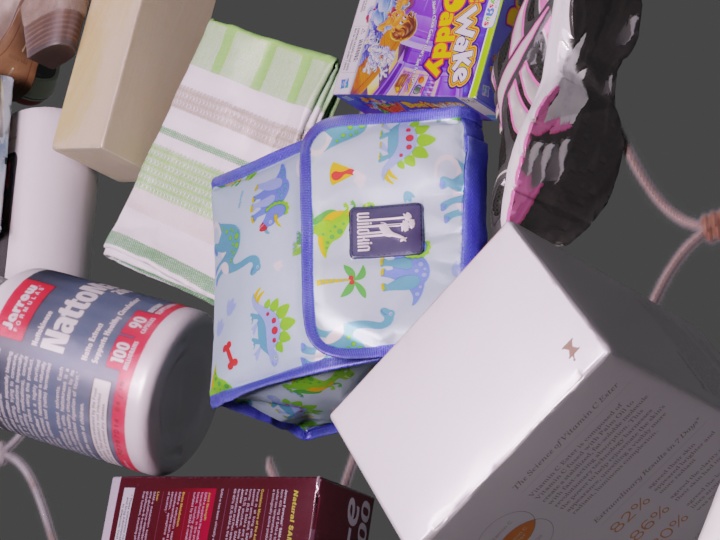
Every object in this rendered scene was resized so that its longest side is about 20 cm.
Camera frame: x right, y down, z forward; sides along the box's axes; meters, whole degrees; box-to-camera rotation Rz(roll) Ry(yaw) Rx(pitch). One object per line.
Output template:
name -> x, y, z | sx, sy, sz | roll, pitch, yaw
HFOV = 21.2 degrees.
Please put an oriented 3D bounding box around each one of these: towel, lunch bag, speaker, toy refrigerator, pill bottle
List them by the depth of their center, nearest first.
lunch bag -> 0.000, 0.000, 1.240 | 0.199, 0.127, 0.171 | -18, 62, 36
pill bottle -> -0.209, 0.064, 1.363 | 0.199, 0.120, 0.120 | 14, 80, 21
towel -> -0.104, -0.082, 1.425 | 0.149, 0.031, 0.201 | 22, 87, 35
speaker -> -0.249, -0.025, 1.513 | 0.081, 0.081, 0.202 | -16, 62, 37
toy refrigerator -> -0.174, -0.177, 1.513 | 0.070, 0.076, 0.202 | 2, 74, 43

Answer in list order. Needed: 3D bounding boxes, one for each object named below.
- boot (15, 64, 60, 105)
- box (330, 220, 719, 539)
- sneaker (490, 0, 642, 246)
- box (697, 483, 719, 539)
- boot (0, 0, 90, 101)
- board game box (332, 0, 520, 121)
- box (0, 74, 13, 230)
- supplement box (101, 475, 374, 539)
boot -> -0.339, -0.166, 1.671 | 0.145, 0.072, 0.200 | -57, 46, 19
box -> 0.112, 0.089, 1.048 | 0.152, 0.199, 0.107 | -47, 47, 15
sneaker -> 0.119, -0.104, 1.229 | 0.086, 0.080, 0.201 | -6, 60, 54
box -> 0.272, 0.183, 0.863 | 0.198, 0.200, 0.132 | 18, 82, 44
boot -> -0.290, -0.219, 1.561 | 0.199, 0.070, 0.147 | -17, 63, 26
board game box -> 0.068, -0.205, 1.327 | 0.134, 0.045, 0.201 | 6, 76, 43
box -> -0.328, -0.056, 1.566 | 0.200, 0.040, 0.138 | 135, 139, -57
supplement box -> -0.089, 0.195, 1.283 | 0.199, 0.061, 0.110 | -5, 70, 42
